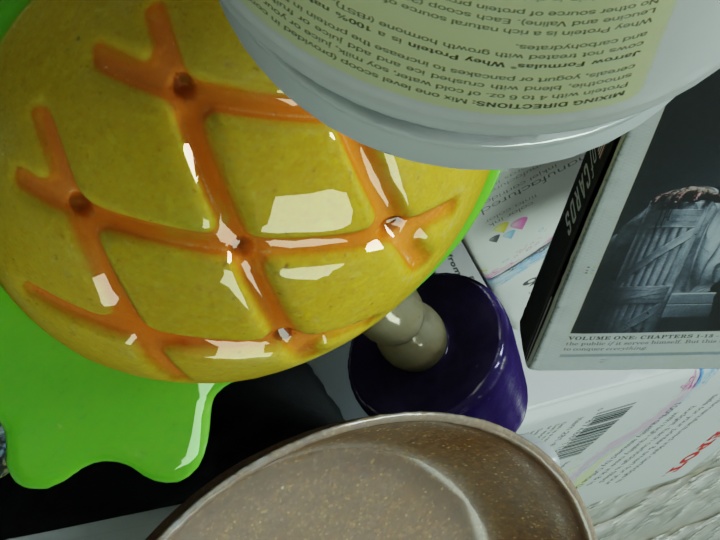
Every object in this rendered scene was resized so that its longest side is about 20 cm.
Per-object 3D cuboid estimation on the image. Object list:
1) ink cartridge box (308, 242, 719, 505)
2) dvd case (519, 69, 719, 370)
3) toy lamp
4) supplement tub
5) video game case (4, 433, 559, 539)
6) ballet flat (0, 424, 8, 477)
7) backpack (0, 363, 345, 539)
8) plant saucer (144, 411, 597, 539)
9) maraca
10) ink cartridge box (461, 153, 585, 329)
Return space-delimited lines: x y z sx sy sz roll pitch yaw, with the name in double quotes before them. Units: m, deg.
"ink cartridge box" 0.080 0.037 1.189 0.200 0.084 0.145 -13 159 -37
"dvd case" 0.136 -0.031 0.822 0.150 0.025 0.200 0 149 -10
"toy lamp" 0.000 0.000 0.910 0.058 0.058 0.200 -29 144 8
"supplement tub" 0.031 -0.112 0.572 0.145 0.145 0.200 -23 163 -12
"video game case" -0.031 0.152 0.991 0.200 0.023 0.182 -10 120 -30
"ballet flat" -0.113 0.024 0.927 0.200 0.074 0.074 -25 163 -12
"backpack" -0.074 0.129 1.075 0.200 0.154 0.191 -21 148 -15
"plant saucer" -0.015 0.126 0.949 0.200 0.037 0.201 -16 123 -27
"maraca" -0.047 -0.021 0.767 0.137 0.107 0.200 34 115 -21
"ink cartridge box" 0.078 -0.048 0.963 0.116 0.068 0.200 -28 163 2
